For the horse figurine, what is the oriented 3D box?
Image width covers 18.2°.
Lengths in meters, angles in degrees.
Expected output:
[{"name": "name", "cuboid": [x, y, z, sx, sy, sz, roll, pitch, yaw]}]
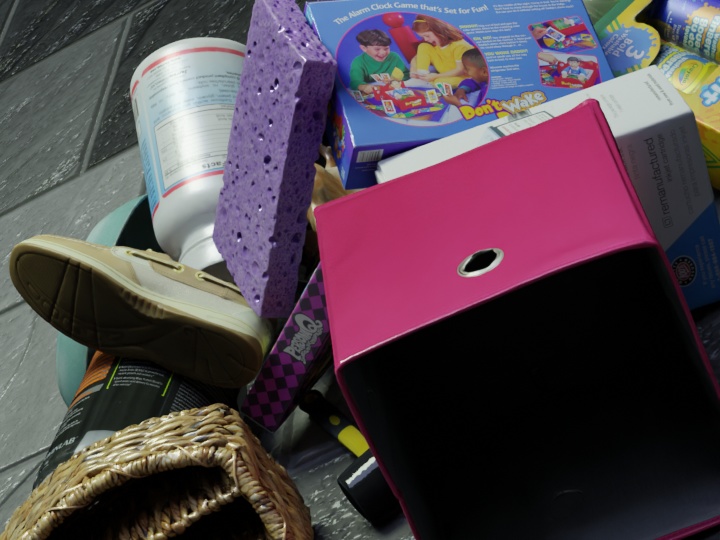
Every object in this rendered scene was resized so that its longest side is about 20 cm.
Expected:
[{"name": "horse figurine", "cuboid": [-0.024, -0.070, 1.699, 0.050, 0.133, 0.200, -42, -10, 22]}]

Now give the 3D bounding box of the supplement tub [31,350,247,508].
[{"name": "supplement tub", "cuboid": [-0.153, 0.118, 1.636, 0.122, 0.123, 0.200, -20, 29, 27]}]

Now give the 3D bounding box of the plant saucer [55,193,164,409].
[{"name": "plant saucer", "cuboid": [-0.198, 0.033, 1.765, 0.036, 0.200, 0.200, 13, 40, 9]}]

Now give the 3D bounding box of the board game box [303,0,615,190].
[{"name": "board game box", "cuboid": [0.071, -0.128, 1.541, 0.200, 0.045, 0.135, -6, 53, -16]}]

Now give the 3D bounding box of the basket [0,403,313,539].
[{"name": "basket", "cuboid": [-0.137, 0.194, 1.460, 0.200, 0.143, 0.149, -31, 25, 8]}]

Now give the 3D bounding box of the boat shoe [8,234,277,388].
[{"name": "boat shoe", "cuboid": [-0.153, 0.021, 1.610, 0.200, 0.074, 0.066, 24, 37, 9]}]

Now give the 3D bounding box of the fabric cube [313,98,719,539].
[{"name": "fabric cube", "cuboid": [0.100, 0.048, 1.343, 0.196, 0.200, 0.199, -21, 28, 7]}]

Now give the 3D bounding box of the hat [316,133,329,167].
[{"name": "hat", "cuboid": [-0.002, -0.104, 1.870, 0.081, 0.201, 0.200, -1, 1, -40]}]

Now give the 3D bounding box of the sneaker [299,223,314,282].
[{"name": "sneaker", "cuboid": [-0.084, -0.030, 1.807, 0.200, 0.115, 0.075, -8, 76, 54]}]

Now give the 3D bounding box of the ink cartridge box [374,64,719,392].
[{"name": "ink cartridge box", "cuboid": [0.128, -0.027, 1.476, 0.200, 0.147, 0.086, -20, 28, -3]}]

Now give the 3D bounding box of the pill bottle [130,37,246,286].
[{"name": "pill bottle", "cuboid": [-0.111, -0.072, 1.733, 0.109, 0.109, 0.200, -24, 58, 20]}]

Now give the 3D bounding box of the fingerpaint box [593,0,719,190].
[{"name": "fingerpaint box", "cuboid": [0.274, -0.164, 1.614, 0.200, 0.073, 0.167, -43, 49, -18]}]

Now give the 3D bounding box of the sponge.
[{"name": "sponge", "cuboid": [-0.061, -0.080, 1.560, 0.030, 0.200, 0.112, 0, 30, -22]}]

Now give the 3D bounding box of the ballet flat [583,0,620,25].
[{"name": "ballet flat", "cuboid": [0.199, -0.236, 1.690, 0.200, 0.069, 0.063, -55, 12, 32]}]

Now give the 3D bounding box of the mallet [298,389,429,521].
[{"name": "mallet", "cuboid": [0.002, 0.111, 1.570, 0.066, 0.041, 0.200, -34, 21, -1]}]

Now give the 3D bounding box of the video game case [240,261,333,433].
[{"name": "video game case", "cuboid": [0.000, 0.000, 1.611, 0.181, 0.036, 0.200, -49, -8, -46]}]
